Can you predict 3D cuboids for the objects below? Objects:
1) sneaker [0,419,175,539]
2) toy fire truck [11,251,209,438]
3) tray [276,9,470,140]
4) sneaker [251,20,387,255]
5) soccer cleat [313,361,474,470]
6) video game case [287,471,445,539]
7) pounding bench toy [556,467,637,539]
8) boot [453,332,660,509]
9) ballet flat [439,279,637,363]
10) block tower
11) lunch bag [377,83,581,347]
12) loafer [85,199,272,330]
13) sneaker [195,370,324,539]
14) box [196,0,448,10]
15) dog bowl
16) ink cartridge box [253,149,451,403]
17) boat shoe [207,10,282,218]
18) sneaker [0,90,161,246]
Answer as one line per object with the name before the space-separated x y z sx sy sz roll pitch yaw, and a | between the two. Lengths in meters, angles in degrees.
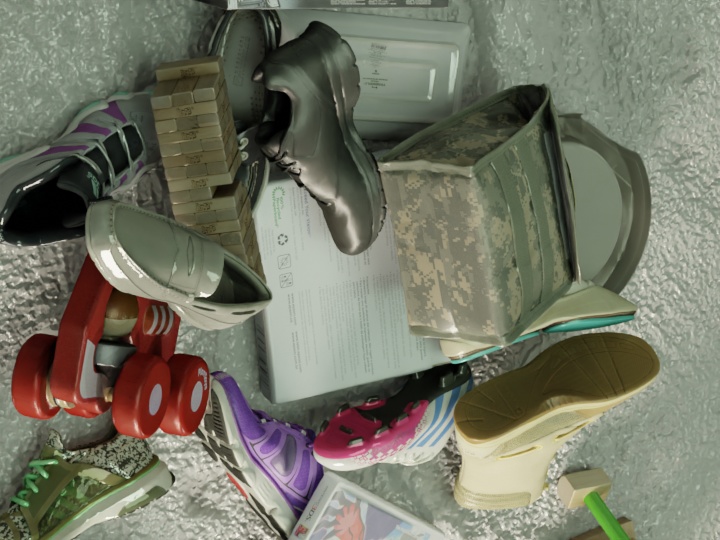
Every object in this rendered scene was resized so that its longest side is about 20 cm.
sneaker | -0.255 0.177 1.660 0.199 0.077 0.089 -25 101 -27
toy fire truck | -0.189 0.040 1.597 0.200 0.111 0.170 11 88 -73
tray | 0.010 -0.166 1.740 0.198 0.022 0.109 1 101 -30
sneaker | -0.040 -0.098 1.639 0.090 0.076 0.202 -29 118 -26
soccer cleat | 0.037 0.146 1.783 0.199 0.069 0.087 -29 125 -42
video game case | -0.018 0.287 1.800 0.200 0.023 0.183 34 84 -53
pounding bench toy | 0.251 0.302 1.917 0.123 0.156 0.202 -17 110 -24
boot | 0.175 0.142 1.842 0.199 0.073 0.156 -23 148 -14
ballet flat | 0.157 0.031 1.786 0.198 0.069 0.070 -12 108 -27
block tower | -0.121 -0.066 1.610 0.053 0.058 0.202 -7 113 9
lunch bag | 0.120 -0.052 1.696 0.200 0.117 0.166 -36 123 -47
loafer | -0.137 -0.007 1.524 0.200 0.069 0.071 31 52 -58
sneaker | -0.081 0.151 1.743 0.083 0.080 0.201 -44 128 -15
box | -0.051 -0.241 1.608 0.198 0.157 0.050 -4 105 -28
dog bowl | 0.170 -0.050 1.839 0.198 0.059 0.202 -8 106 -28
ink cartridge box | 0.000 0.000 1.756 0.198 0.041 0.202 -11 107 -20
boat shoe | -0.103 -0.124 1.649 0.073 0.060 0.202 14 95 2
sneaker | -0.208 -0.071 1.570 0.199 0.140 0.078 -35 113 -18
